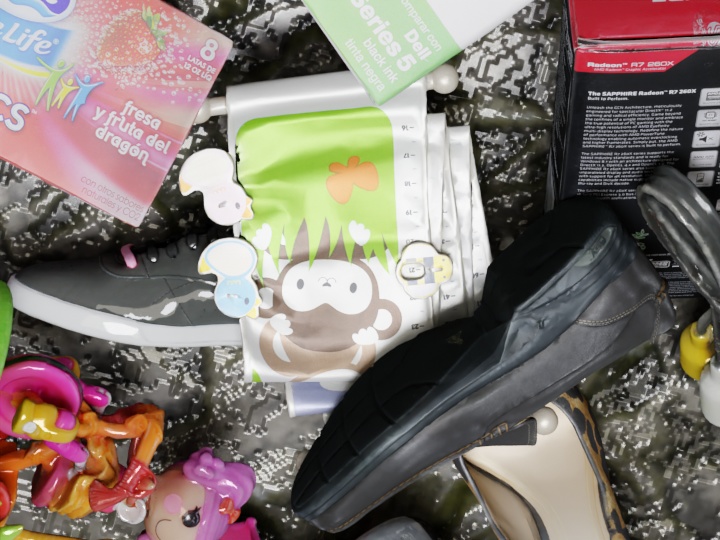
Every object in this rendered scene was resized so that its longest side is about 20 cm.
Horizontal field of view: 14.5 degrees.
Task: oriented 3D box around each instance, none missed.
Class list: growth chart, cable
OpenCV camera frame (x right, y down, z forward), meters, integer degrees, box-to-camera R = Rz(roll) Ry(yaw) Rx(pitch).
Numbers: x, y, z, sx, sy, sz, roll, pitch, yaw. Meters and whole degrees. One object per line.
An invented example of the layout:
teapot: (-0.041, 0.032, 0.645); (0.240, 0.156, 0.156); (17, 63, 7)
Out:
growth chart: (0.000, 0.000, 1.299); (0.144, 0.018, 0.201); (-15, 106, -2)
cable: (0.168, 0.031, 1.291); (0.050, 0.097, 0.200); (-40, 147, -2)

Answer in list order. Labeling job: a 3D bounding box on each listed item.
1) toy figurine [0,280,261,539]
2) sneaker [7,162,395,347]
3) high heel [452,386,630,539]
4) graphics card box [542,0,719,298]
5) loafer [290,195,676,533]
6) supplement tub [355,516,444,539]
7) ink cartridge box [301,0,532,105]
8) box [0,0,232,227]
toy figurine: (-0.123, 0.111, 1.338); (0.183, 0.150, 0.200); (18, 123, -20)
sneaker: (-0.066, -0.017, 1.332); (0.199, 0.071, 0.100); (3, 105, -8)
high heel: (0.087, 0.110, 1.337); (0.071, 0.143, 0.201); (-27, 107, 7)
graphics card box: (0.149, -0.059, 1.277); (0.125, 0.051, 0.200); (-3, 145, -1)
loafer: (0.055, 0.057, 1.274); (0.200, 0.073, 0.072); (-40, 114, 13)
supplement tub: (0.045, 0.227, 1.345); (0.123, 0.122, 0.200); (-46, 72, 12)
ink cartridge box: (0.064, -0.174, 1.240); (0.200, 0.146, 0.084); (-34, 105, 9)
box: (-0.170, -0.110, 1.241); (0.199, 0.103, 0.095); (28, 90, -19)
